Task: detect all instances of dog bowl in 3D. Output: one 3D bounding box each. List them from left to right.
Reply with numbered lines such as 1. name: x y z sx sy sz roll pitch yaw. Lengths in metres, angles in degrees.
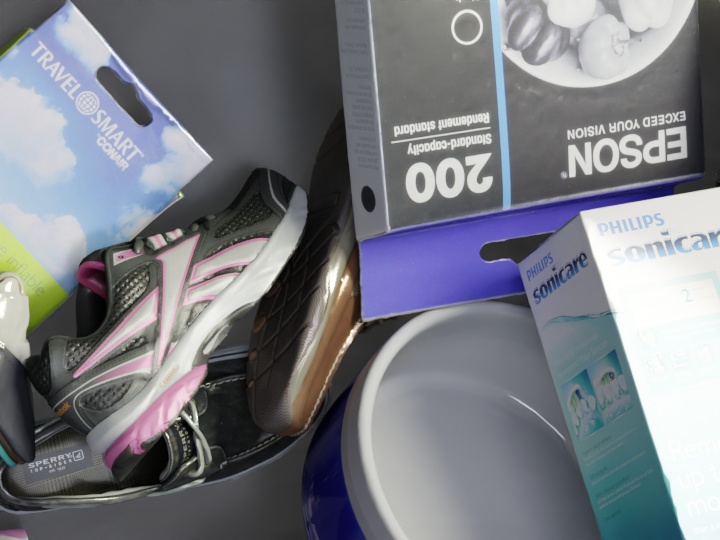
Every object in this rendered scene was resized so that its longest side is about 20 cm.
1. dog bowl: 0.072 0.121 1.471 0.200 0.079 0.201 15 54 -21

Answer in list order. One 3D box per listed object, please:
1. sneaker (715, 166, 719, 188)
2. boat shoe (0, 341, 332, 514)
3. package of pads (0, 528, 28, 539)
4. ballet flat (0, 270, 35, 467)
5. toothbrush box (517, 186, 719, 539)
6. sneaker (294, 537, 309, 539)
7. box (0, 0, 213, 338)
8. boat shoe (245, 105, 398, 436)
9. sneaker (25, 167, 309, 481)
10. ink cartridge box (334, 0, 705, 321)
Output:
1. sneaker: 0.194 0.036 1.552 0.082 0.075 0.200 25 80 -4
2. boat shoe: -0.106 0.093 1.489 0.200 0.071 0.072 -19 99 -10
3. package of pads: -0.273 0.198 1.466 0.199 0.076 0.121 2 98 -12
4. ballet flat: -0.213 0.008 1.414 0.073 0.073 0.200 -40 99 -5
5. toothbrush box: 0.186 0.063 1.437 0.146 0.085 0.200 -9 73 -25
6. sneaker: -0.032 0.251 1.499 0.075 0.115 0.201 11 94 -13
7. box: -0.191 -0.034 1.470 0.200 0.048 0.122 -43 102 -3
8. boat shoe: 0.000 0.000 1.486 0.072 0.076 0.200 27 75 -23
9. sneaker: -0.101 0.008 1.444 0.086 0.080 0.200 39 50 -6
10. ink cartridge box: 0.087 -0.081 1.451 0.198 0.043 0.201 -10 104 -24
